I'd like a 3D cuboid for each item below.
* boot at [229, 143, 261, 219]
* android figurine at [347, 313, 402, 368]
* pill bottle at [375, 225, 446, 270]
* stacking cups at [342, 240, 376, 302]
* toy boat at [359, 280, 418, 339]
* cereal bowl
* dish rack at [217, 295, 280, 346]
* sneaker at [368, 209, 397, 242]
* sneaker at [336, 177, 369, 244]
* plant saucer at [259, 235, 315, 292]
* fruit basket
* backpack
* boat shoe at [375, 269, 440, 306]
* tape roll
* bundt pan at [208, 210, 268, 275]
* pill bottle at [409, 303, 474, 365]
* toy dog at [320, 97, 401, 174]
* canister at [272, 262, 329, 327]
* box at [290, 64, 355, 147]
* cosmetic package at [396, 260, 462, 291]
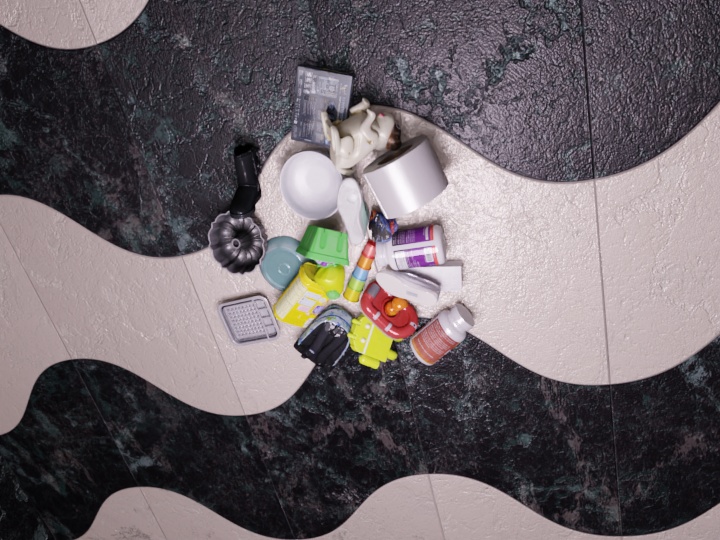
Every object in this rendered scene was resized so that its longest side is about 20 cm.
[{"bbox_3d":[-0.335,-0.261,1.553,0.072,0.200,0.165,4,123,7],"label":"boot"},{"bbox_3d":[0.045,0.213,1.720,0.198,0.041,0.185,27,79,-28],"label":"android figurine"},{"bbox_3d":[0.149,-0.064,1.582,0.196,0.113,0.115,-7,114,16],"label":"pill bottle"},{"bbox_3d":[0.000,0.000,1.681,0.059,0.061,0.203,21,114,2],"label":"stacking cups"},{"bbox_3d":[0.101,0.116,1.654,0.200,0.131,0.130,43,148,-11],"label":"toy boat"},{"bbox_3d":[-0.132,-0.256,1.569,0.195,0.084,0.204,5,116,10],"label":"cereal bowl"},{"bbox_3d":[-0.377,0.166,1.849,0.196,0.044,0.174,-12,113,17],"label":"dish rack"},{"bbox_3d":[0.071,-0.129,1.530,0.077,0.201,0.077,7,111,-7],"label":"sneaker"},{"bbox_3d":[-0.018,-0.190,1.550,0.072,0.119,0.204,0,125,11],"label":"sneaker"},{"bbox_3d":[-0.242,-0.010,1.738,0.195,0.036,0.204,5,116,10],"label":"plant saucer"},{"bbox_3d":[-0.108,-0.022,1.591,0.152,0.217,0.219,11,120,-17],"label":"fruit basket"},{"bbox_3d":[-0.104,0.212,1.766,0.162,0.155,0.201,34,139,-2],"label":"backpack"},{"bbox_3d":[0.144,0.038,1.600,0.196,0.069,0.073,17,132,18],"label":"boat shoe"},{"bbox_3d":[0.121,-0.251,1.449,0.200,0.204,0.141,-24,109,22],"label":"tape roll"},{"bbox_3d":[-0.374,-0.092,1.694,0.197,0.076,0.206,5,107,16],"label":"bundt pan"},{"bbox_3d":[0.257,0.197,1.683,0.112,0.113,0.200,42,117,-9],"label":"pill bottle"},{"bbox_3d":[0.014,-0.353,1.435,0.196,0.140,0.197,-17,122,-9],"label":"toy dog"},{"bbox_3d":[-0.173,0.084,1.719,0.147,0.088,0.200,20,125,-34],"label":"canister"},{"bbox_3d":[-0.105,-0.449,1.488,0.154,0.051,0.204,12,117,6],"label":"box"},{"bbox_3d":[0.210,0.017,1.642,0.195,0.051,0.084,0,113,13],"label":"cosmetic package"}]
